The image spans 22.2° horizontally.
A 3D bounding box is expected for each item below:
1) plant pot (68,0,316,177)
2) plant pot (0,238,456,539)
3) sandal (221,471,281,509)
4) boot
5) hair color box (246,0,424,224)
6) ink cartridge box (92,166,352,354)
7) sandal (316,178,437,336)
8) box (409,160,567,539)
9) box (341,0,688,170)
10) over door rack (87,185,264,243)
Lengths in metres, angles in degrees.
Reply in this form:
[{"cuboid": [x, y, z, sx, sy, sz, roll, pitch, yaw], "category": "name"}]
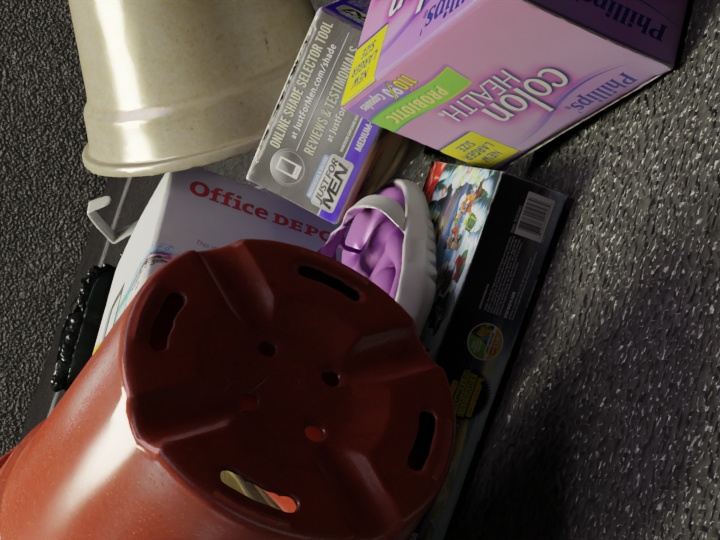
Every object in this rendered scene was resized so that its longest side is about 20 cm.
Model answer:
[{"cuboid": [-0.118, -0.186, 1.233, 0.200, 0.200, 0.184, -113, 7, -70], "category": "plant pot"}, {"cuboid": [-0.064, 0.101, 0.812, 0.195, 0.201, 0.201, 123, 161, -46], "category": "plant pot"}, {"cuboid": [-0.029, 0.157, 1.028, 0.200, 0.054, 0.080, 11, 106, 61], "category": "sandal"}, {"cuboid": [-0.142, 0.090, 1.318, 0.073, 0.162, 0.198, 127, 158, -54], "category": "boot"}, {"cuboid": [0.009, -0.108, 1.087, 0.109, 0.065, 0.200, -65, -9, 21], "category": "hair color box"}, {"cuboid": [-0.096, 0.062, 1.218, 0.146, 0.147, 0.200, 126, 160, -50], "category": "ink cartridge box"}, {"cuboid": [0.003, -0.007, 0.965, 0.203, 0.050, 0.083, -115, 47, -74], "category": "sandal"}, {"cuboid": [0.037, 0.044, 0.956, 0.137, 0.040, 0.200, -158, 88, -77], "category": "box"}, {"cuboid": [0.088, -0.176, 0.916, 0.176, 0.097, 0.200, -28, 44, 63], "category": "box"}, {"cuboid": [-0.087, -0.080, 1.336, 0.148, 0.200, 0.067, -90, -11, -52], "category": "over door rack"}]
